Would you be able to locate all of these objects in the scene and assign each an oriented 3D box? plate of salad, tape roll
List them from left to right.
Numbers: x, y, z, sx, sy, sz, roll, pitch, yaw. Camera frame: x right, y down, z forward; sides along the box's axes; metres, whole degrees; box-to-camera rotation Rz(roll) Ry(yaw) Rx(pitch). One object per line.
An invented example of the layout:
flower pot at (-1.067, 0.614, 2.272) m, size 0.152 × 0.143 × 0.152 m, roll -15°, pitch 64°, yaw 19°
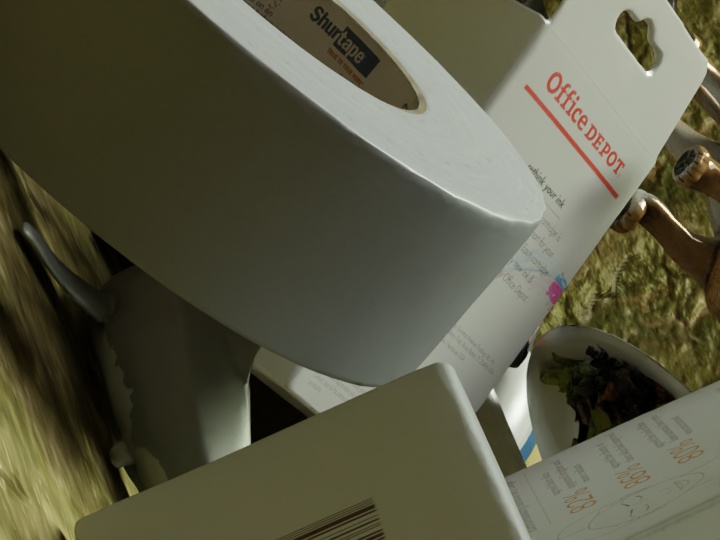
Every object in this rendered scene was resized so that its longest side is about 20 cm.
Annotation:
tape roll at (-0.041, -0.057, 0.732) m, size 0.200 × 0.066 × 0.200 m, roll 39°, pitch 13°, yaw -11°
plate of salad at (0.126, 0.114, 1.040) m, size 0.200 × 0.048 × 0.200 m, roll 48°, pitch -22°, yaw 27°

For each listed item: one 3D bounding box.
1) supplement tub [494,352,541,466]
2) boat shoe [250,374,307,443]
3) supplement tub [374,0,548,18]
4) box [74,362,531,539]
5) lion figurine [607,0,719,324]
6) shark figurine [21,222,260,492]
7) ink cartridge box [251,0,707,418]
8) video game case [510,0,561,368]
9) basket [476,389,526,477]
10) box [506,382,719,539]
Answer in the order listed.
supplement tub at (0.045, 0.130, 1.344) m, size 0.145 × 0.144 × 0.200 m, roll -113°, pitch -179°, yaw -50°
boat shoe at (-0.001, -0.001, 1.019) m, size 0.072 × 0.201 × 0.066 m, roll 24°, pitch 9°, yaw 13°
supplement tub at (-0.010, -0.172, 1.091) m, size 0.145 × 0.145 × 0.200 m, roll -109°, pitch 175°, yaw -81°
box at (0.023, 0.152, 0.595) m, size 0.152 × 0.106 × 0.200 m, roll -113°, pitch 179°, yaw -66°
lion figurine at (0.159, -0.024, 1.002) m, size 0.122 × 0.072 × 0.200 m, roll 35°, pitch 37°, yaw -19°
shark figurine at (-0.033, 0.047, 0.766) m, size 0.128 × 0.089 × 0.215 m, roll 64°, pitch 1°, yaw -48°
ink cartridge box at (0.034, -0.032, 0.919) m, size 0.067 × 0.200 × 0.116 m, roll 33°, pitch -6°, yaw 35°
video game case at (0.086, -0.053, 1.112) m, size 0.200 × 0.025 × 0.181 m, roll -20°, pitch 124°, yaw -84°
basket at (0.017, 0.101, 1.163) m, size 0.136 × 0.123 × 0.200 m, roll -98°, pitch 164°, yaw -86°
box at (0.078, 0.135, 0.867) m, size 0.152 × 0.200 × 0.107 m, roll -108°, pitch 173°, yaw -82°
